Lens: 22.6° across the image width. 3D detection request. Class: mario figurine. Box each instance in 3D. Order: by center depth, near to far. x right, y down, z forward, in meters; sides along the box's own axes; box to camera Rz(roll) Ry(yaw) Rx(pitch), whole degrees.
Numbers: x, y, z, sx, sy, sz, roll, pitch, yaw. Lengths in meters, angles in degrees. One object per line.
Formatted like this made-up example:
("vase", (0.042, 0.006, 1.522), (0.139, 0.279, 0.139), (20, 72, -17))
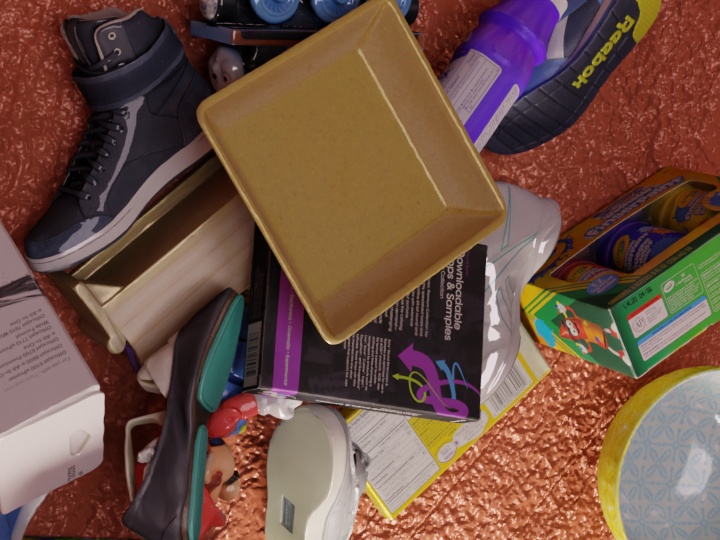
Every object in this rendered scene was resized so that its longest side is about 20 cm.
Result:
("mario figurine", (-0.109, 0.122, 1.411), (0.105, 0.124, 0.201), (19, 73, -2))

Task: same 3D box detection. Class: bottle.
("bottle", (0.098, -0.152, 1.469), (0.065, 0.084, 0.201), (36, 76, -3))

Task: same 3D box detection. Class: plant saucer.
("plant saucer", (-0.011, -0.075, 1.350), (0.200, 0.048, 0.201), (-35, 99, -30))

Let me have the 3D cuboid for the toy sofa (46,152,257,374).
("toy sofa", (-0.135, -0.017, 1.397), (0.200, 0.083, 0.098), (-41, 115, -14))

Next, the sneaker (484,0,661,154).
("sneaker", (0.167, -0.185, 1.539), (0.200, 0.082, 0.074), (-48, 142, 6))

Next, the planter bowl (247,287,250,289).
("planter bowl", (0.000, 0.000, 1.470), (0.199, 0.083, 0.202), (-5, 100, -27))

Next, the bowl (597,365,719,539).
("bowl", (0.284, 0.175, 1.626), (0.199, 0.108, 0.202), (-5, 100, -26))

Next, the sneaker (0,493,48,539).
("sneaker", (-0.295, 0.162, 1.347), (0.111, 0.077, 0.201), (38, 79, -28))

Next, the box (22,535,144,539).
("box", (-0.164, 0.286, 1.363), (0.191, 0.200, 0.123), (6, 95, -26))

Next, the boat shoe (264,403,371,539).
("boat shoe", (-0.031, 0.167, 1.453), (0.071, 0.070, 0.202), (-31, 149, -33))

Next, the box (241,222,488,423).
("box", (0.007, 0.036, 1.391), (0.199, 0.036, 0.144), (11, 76, -28))

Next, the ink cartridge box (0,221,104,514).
("ink cartridge box", (-0.263, 0.048, 1.259), (0.083, 0.145, 0.201), (-27, 69, -20))

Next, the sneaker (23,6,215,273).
("sneaker", (-0.202, -0.108, 1.347), (0.202, 0.077, 0.147), (-46, 126, -24))

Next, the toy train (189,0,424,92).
("toy train", (-0.038, -0.184, 1.414), (0.199, 0.086, 0.115), (-5, 103, -35))

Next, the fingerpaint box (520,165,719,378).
("fingerpaint box", (0.251, -0.005, 1.549), (0.199, 0.167, 0.074), (-32, 112, -18))

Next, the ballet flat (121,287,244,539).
("ballet flat", (-0.136, 0.103, 1.324), (0.073, 0.073, 0.201), (21, 68, -28))

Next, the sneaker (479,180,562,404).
("sneaker", (0.099, 0.019, 1.508), (0.080, 0.070, 0.202), (25, 76, -26))

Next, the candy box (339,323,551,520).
("candy box", (0.067, 0.110, 1.552), (0.200, 0.026, 0.102), (-41, 110, -16))
